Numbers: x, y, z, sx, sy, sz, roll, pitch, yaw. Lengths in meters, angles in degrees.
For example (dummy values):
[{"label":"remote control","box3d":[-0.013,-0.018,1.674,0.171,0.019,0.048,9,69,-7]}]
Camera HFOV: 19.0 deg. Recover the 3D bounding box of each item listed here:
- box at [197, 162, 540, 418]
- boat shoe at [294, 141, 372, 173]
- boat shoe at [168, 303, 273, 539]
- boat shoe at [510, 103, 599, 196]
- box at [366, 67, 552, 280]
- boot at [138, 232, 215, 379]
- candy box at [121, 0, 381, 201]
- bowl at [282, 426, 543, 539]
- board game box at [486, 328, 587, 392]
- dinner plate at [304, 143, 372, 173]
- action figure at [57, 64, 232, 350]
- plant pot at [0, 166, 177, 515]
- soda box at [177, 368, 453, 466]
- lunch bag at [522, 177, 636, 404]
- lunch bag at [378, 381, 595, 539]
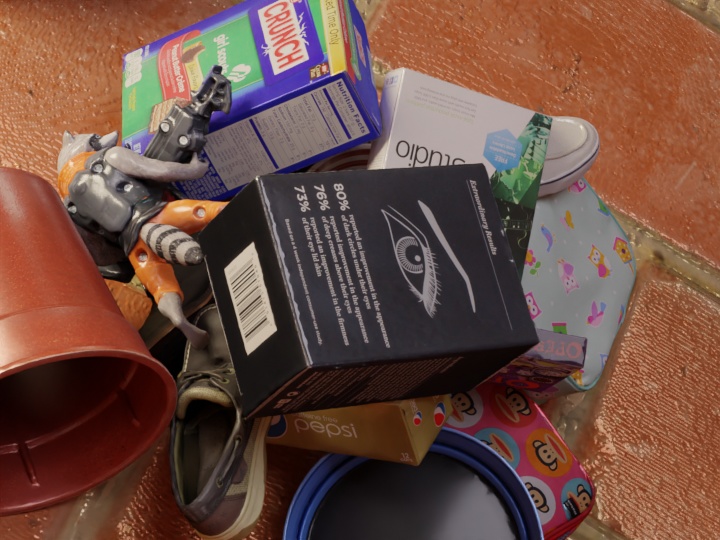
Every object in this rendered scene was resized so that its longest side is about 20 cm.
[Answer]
[{"label":"box","box3d":[0.006,0.013,1.530,0.200,0.104,0.148,-3,68,-32]},{"label":"boat shoe","box3d":[-0.020,-0.100,1.872,0.200,0.072,0.068,46,49,-9]},{"label":"boat shoe","box3d":[-0.105,0.103,1.585,0.065,0.073,0.200,50,28,-50]},{"label":"boat shoe","box3d":[0.121,-0.104,1.806,0.200,0.070,0.071,-13,52,-25]},{"label":"box","box3d":[0.070,-0.047,1.725,0.144,0.036,0.200,15,81,-24]},{"label":"boot","box3d":[-0.158,0.020,1.723,0.097,0.075,0.200,30,47,18]},{"label":"candy box","box3d":[-0.091,-0.145,1.751,0.169,0.200,0.077,-98,163,-52]},{"label":"bowl","box3d":[0.040,0.217,1.641,0.201,0.039,0.201,-1,74,2]},{"label":"board game box","box3d":[0.064,0.056,1.676,0.200,0.120,0.032,11,79,-9]},{"label":"dinner plate","box3d":[0.006,-0.006,1.800,0.200,0.024,0.200,-1,91,-35]},{"label":"action figure","box3d":[-0.152,-0.062,1.624,0.193,0.200,0.105,31,10,29]},{"label":"plant pot","box3d":[-0.261,0.043,1.566,0.201,0.201,0.195,-5,53,-32]},{"label":"soda box","box3d":[-0.035,0.094,1.650,0.200,0.064,0.068,5,41,30]},{"label":"lunch bag","box3d":[0.156,0.002,1.860,0.160,0.077,0.200,46,44,-22]},{"label":"lunch bag","box3d":[0.073,0.160,1.736,0.176,0.082,0.200,-28,73,-35]}]
